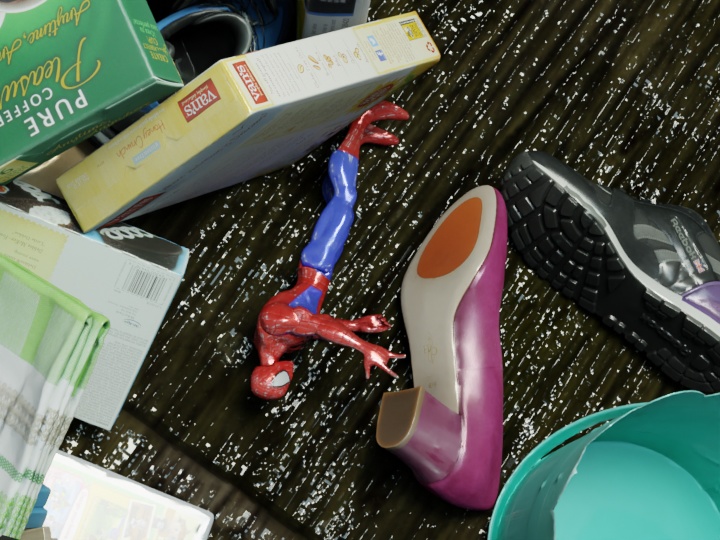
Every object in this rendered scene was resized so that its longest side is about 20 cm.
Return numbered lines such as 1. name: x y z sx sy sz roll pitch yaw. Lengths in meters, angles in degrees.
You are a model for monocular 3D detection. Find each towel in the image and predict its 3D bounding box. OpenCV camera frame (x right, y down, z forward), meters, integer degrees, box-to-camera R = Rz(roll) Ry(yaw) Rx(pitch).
1. towel: -0.230 0.083 1.032 0.149 0.031 0.200 28 100 23

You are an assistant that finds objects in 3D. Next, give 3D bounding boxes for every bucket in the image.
1. bucket: 0.180 0.177 1.157 0.207 0.135 0.207 4 75 -17

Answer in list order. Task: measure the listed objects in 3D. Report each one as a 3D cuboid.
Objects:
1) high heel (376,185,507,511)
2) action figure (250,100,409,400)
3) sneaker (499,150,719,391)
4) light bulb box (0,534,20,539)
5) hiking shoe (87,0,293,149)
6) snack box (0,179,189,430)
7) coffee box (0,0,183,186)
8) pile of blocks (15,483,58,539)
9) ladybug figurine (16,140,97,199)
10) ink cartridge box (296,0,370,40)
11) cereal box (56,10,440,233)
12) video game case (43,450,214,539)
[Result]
1. high heel: 0.070 0.048 1.212 0.096 0.067 0.200 39 61 -36
2. action figure: 0.000 0.000 1.182 0.099 0.065 0.200 25 70 3
3. sneaker: 0.178 -0.015 1.252 0.200 0.076 0.088 43 53 -7
4. light bulb box: -0.222 0.235 0.955 0.200 0.125 0.198 14 106 4
5. hiking shoe: -0.086 -0.130 1.153 0.200 0.087 0.074 -45 112 -48
6. snack box: -0.212 0.004 1.096 0.200 0.116 0.037 23 26 -11
7. coffee box: -0.187 -0.157 1.007 0.123 0.044 0.200 -28 82 14
8. pile of blocks: -0.185 0.140 1.063 0.062 0.082 0.200 8 73 -58
9. ladybug figurine: -0.242 -0.111 1.134 0.200 0.072 0.136 46 68 -2
10. ink cartridge box: -0.017 -0.238 1.169 0.047 0.198 0.200 -2 75 -4
11. cereal box: -0.060 -0.087 1.102 0.200 0.144 0.040 -22 83 -55
12. video game case: -0.201 0.198 1.095 0.182 0.022 0.200 24 70 -10
